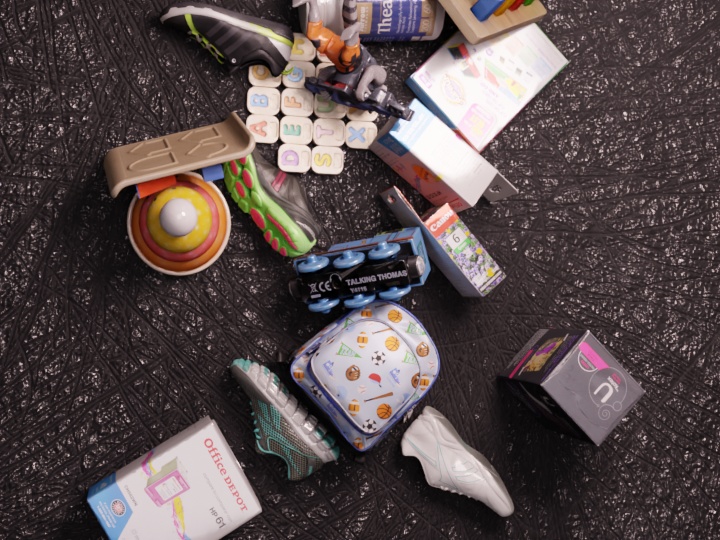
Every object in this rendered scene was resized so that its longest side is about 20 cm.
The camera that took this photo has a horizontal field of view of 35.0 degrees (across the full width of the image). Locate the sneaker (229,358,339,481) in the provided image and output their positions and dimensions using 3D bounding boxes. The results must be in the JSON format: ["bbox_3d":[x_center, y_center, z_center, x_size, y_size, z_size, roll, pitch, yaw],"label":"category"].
[{"bbox_3d":[-0.124,0.214,1.603,0.091,0.078,0.200,-43,89,6],"label":"sneaker"}]

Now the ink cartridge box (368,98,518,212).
[{"bbox_3d":[0.117,-0.145,1.630,0.199,0.115,0.068,40,78,-8],"label":"ink cartridge box"}]

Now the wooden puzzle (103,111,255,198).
[{"bbox_3d":[-0.244,-0.148,1.539,0.198,0.185,0.047,-19,113,-9],"label":"wooden puzzle"}]

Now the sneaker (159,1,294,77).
[{"bbox_3d":[-0.188,-0.318,1.599,0.197,0.072,0.084,12,90,-4],"label":"sneaker"}]

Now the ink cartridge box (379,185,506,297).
[{"bbox_3d":[0.116,-0.052,1.634,0.050,0.109,0.201,-40,96,-9],"label":"ink cartridge box"}]

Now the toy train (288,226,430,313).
[{"bbox_3d":[0.000,0.000,1.586,0.197,0.114,0.088,-10,106,19],"label":"toy train"}]

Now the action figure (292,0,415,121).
[{"bbox_3d":[0.005,-0.282,1.560,0.199,0.194,0.105,25,72,30],"label":"action figure"}]

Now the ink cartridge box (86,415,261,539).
[{"bbox_3d":[-0.254,0.315,1.568,0.199,0.085,0.146,-31,94,-11],"label":"ink cartridge box"}]

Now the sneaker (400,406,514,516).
[{"bbox_3d":[0.141,0.291,1.659,0.200,0.070,0.080,45,97,-4],"label":"sneaker"}]

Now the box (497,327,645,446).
[{"bbox_3d":[0.294,0.159,1.616,0.122,0.200,0.106,45,82,-7],"label":"box"}]

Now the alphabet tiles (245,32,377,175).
[{"bbox_3d":[-0.068,-0.241,1.652,0.193,0.015,0.203,3,88,-10],"label":"alphabet tiles"}]

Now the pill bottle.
[{"bbox_3d":[0.014,-0.382,1.622,0.197,0.111,0.113,-4,89,-11],"label":"pill bottle"}]

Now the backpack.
[{"bbox_3d":[0.012,0.136,1.596,0.190,0.154,0.200,-42,93,-19],"label":"backpack"}]

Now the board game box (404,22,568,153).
[{"bbox_3d":[0.187,-0.294,1.688,0.200,0.040,0.153,-44,96,-9],"label":"board game box"}]

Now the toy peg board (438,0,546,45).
[{"bbox_3d":[0.177,-0.442,1.595,0.198,0.098,0.201,-29,81,-47],"label":"toy peg board"}]

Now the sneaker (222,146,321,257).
[{"bbox_3d":[-0.127,-0.112,1.619,0.083,0.077,0.201,-30,87,-45],"label":"sneaker"}]

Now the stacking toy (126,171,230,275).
[{"bbox_3d":[-0.239,-0.069,1.521,0.144,0.200,0.148,0,88,-11],"label":"stacking toy"}]
